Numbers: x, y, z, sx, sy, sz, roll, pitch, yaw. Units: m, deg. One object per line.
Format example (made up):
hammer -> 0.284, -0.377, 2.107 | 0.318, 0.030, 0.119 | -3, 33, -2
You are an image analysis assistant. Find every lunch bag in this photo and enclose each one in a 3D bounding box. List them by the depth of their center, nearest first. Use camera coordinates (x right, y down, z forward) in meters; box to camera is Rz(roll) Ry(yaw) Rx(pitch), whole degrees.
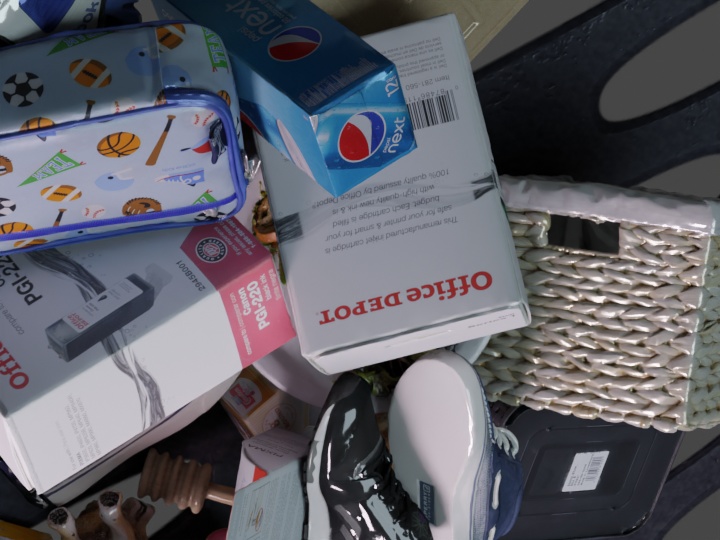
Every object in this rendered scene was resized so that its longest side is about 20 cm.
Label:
lunch bag -> -0.161, -0.073, 1.415 | 0.200, 0.076, 0.160 | -7, 149, -2

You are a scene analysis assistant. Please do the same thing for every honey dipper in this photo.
honey dipper -> -0.058, 0.168, 1.665 | 0.200, 0.038, 0.038 | 14, 116, 1

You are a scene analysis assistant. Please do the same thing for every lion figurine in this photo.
lion figurine -> -0.152, 0.224, 1.594 | 0.072, 0.200, 0.123 | -24, 141, -7

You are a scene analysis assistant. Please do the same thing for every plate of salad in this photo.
plate of salad -> 0.000, 0.000, 1.593 | 0.200, 0.048, 0.200 | 0, 95, 3

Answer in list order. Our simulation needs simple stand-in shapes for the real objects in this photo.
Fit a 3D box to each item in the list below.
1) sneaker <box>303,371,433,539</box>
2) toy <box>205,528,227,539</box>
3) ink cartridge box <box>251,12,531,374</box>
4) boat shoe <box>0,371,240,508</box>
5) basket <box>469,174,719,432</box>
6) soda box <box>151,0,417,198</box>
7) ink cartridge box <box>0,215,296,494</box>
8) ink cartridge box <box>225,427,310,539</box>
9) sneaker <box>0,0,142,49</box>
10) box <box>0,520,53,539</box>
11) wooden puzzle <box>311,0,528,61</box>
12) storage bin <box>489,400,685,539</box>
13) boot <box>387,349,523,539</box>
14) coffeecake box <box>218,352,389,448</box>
sneaker -> 0.012, 0.157, 1.591 | 0.076, 0.087, 0.200 | -60, 158, -52
toy -> -0.085, 0.217, 1.715 | 0.200, 0.115, 0.047 | -4, 104, -35
ink cartridge box -> 0.017, -0.046, 1.510 | 0.146, 0.200, 0.084 | -14, 166, 6
boat shoe -> -0.168, 0.073, 1.565 | 0.200, 0.075, 0.093 | -40, 136, 1
basket -> 0.188, 0.018, 1.660 | 0.200, 0.198, 0.161 | -3, 100, -61
soda box -> -0.050, -0.127, 1.437 | 0.064, 0.200, 0.068 | -32, 133, -16
ink cartridge box -> -0.166, 0.028, 1.490 | 0.200, 0.146, 0.085 | -33, 140, -15
ink cartridge box -> -0.082, 0.198, 1.543 | 0.200, 0.057, 0.163 | -10, 112, -69
sneaker -> -0.193, -0.193, 1.369 | 0.115, 0.081, 0.200 | -23, 132, -27
box -> -0.228, 0.246, 1.555 | 0.041, 0.200, 0.119 | -46, 138, 19
wooden puzzle -> 0.045, -0.220, 1.562 | 0.200, 0.046, 0.185 | -43, 135, 1
storage bin -> 0.148, 0.134, 1.844 | 0.200, 0.094, 0.135 | 1, 118, -37
boot -> 0.071, 0.122, 1.619 | 0.090, 0.073, 0.200 | -36, 143, -41
coffeecake box -> 0.004, 0.072, 1.705 | 0.200, 0.073, 0.154 | -39, 136, -9
